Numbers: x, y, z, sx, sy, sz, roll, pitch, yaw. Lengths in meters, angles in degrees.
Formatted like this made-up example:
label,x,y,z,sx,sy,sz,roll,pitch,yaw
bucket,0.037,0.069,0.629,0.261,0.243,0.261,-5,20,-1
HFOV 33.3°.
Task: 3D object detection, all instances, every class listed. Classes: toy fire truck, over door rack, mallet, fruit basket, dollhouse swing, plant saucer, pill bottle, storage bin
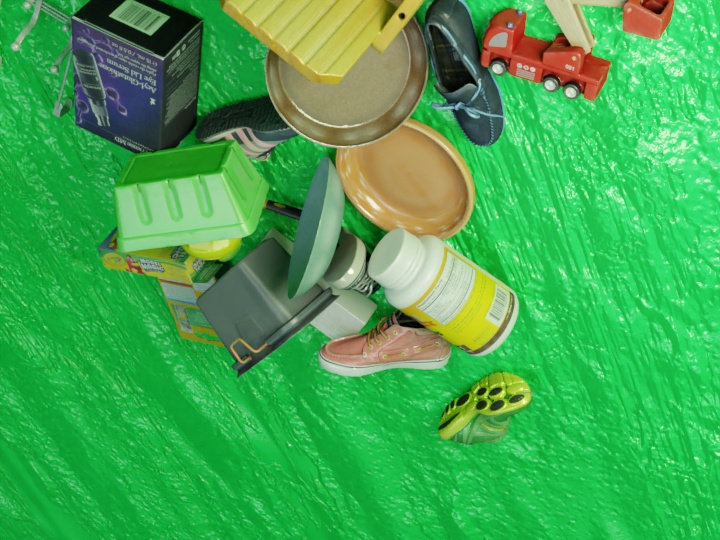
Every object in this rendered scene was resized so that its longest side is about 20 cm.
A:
label,x,y,z,sx,sy,sz,roll,pitch,yaw
toy fire truck,0.233,-0.263,1.329,0.199,0.049,0.141,22,138,17
over door rack,-0.490,-0.322,1.763,0.147,0.067,0.200,32,140,5
mallet,-0.140,-0.106,1.763,0.199,0.066,0.041,13,141,4
fruit basket,-0.226,-0.071,1.675,0.214,0.156,0.216,4,126,6
dollhouse swing,-0.026,-0.337,1.306,0.200,0.176,0.182,39,125,-3
plant saucer,-0.018,-0.249,1.458,0.199,0.035,0.201,-4,114,-8
plant saucer,-0.055,-0.054,1.625,0.039,0.202,0.201,13,142,-11
plant saucer,0.063,-0.126,1.594,0.199,0.038,0.201,19,138,18
pill bottle,0.109,0.026,1.619,0.200,0.110,0.109,33,143,-24
storage bin,-0.155,0.054,1.778,0.134,0.145,0.200,50,139,-1

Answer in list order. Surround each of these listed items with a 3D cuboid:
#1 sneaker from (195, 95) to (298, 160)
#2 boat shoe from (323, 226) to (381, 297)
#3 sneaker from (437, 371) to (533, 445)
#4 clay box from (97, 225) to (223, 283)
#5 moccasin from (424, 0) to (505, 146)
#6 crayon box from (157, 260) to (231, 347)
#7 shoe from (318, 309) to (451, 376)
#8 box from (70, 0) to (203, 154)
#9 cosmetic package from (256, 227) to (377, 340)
label,x,y,z,sx,sy,sz,roll,pitch,yaw
sneaker,-0.132,-0.190,1.657,0.199,0.070,0.082,-1,146,39
boat shoe,0.000,0.000,1.674,0.093,0.200,0.075,40,100,-16
sneaker,0.200,0.213,1.821,0.083,0.074,0.200,26,145,-22
clay box,-0.294,-0.042,1.866,0.199,0.115,0.048,8,134,28
moccasin,0.112,-0.227,1.434,0.080,0.068,0.200,-3,128,37
crayon box,-0.261,0.032,1.966,0.125,0.052,0.201,10,133,28
shoe,0.035,0.098,1.774,0.199,0.072,0.091,-2,130,0
box,-0.307,-0.270,1.657,0.147,0.104,0.200,25,139,11
cosmetic package,-0.078,0.027,1.833,0.200,0.051,0.083,37,138,-2
